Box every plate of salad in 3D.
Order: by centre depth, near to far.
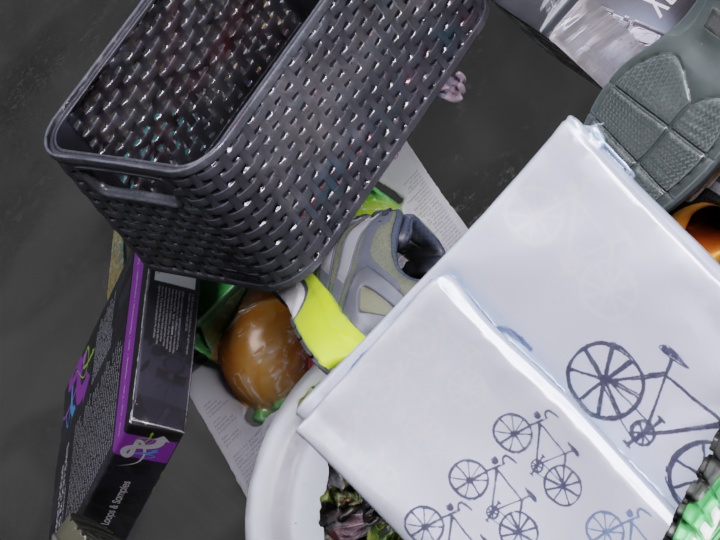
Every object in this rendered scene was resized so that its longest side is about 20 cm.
[{"bbox_3d":[0.025,0.099,1.359,0.199,0.048,0.201,-15,57,25],"label":"plate of salad"}]

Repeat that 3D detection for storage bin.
[{"bbox_3d":[-0.046,-0.099,1.394,0.135,0.094,0.200,10,58,46],"label":"storage bin"}]

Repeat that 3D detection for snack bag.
[{"bbox_3d":[0.096,0.063,1.239,0.200,0.189,0.021,-47,-9,16],"label":"snack bag"}]

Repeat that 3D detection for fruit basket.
[{"bbox_3d":[-0.008,0.036,1.490,0.185,0.094,0.200,-45,48,10],"label":"fruit basket"}]

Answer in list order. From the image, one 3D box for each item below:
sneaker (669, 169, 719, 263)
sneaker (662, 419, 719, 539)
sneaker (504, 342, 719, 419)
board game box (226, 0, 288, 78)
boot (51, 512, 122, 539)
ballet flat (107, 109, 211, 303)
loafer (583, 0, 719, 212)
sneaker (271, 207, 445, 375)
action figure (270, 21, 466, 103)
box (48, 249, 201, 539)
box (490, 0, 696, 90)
[{"bbox_3d":[0.212,-0.044,1.289,0.200,0.078,0.077,-20,42,55],"label":"sneaker"},{"bbox_3d":[0.174,0.114,1.170,0.201,0.085,0.078,-65,-11,6],"label":"sneaker"},{"bbox_3d":[0.124,0.054,1.297,0.199,0.075,0.085,-16,32,18],"label":"sneaker"},{"bbox_3d":[0.018,-0.187,1.696,0.151,0.046,0.200,12,68,55],"label":"board game box"},{"bbox_3d":[-0.158,0.251,1.453,0.200,0.073,0.182,-54,46,4],"label":"boot"},{"bbox_3d":[-0.125,-0.017,1.697,0.071,0.071,0.200,-33,34,26],"label":"ballet flat"},{"bbox_3d":[0.172,-0.093,1.280,0.072,0.063,0.200,48,116,32],"label":"loafer"},{"bbox_3d":[0.000,0.000,1.384,0.081,0.074,0.200,-40,37,4],"label":"sneaker"},{"bbox_3d":[-0.007,-0.154,1.546,0.149,0.134,0.200,42,96,18],"label":"action figure"},{"bbox_3d":[-0.132,0.078,1.536,0.200,0.036,0.143,123,156,-50],"label":"box"},{"bbox_3d":[0.150,-0.177,1.462,0.158,0.050,0.200,-48,12,5],"label":"box"}]
